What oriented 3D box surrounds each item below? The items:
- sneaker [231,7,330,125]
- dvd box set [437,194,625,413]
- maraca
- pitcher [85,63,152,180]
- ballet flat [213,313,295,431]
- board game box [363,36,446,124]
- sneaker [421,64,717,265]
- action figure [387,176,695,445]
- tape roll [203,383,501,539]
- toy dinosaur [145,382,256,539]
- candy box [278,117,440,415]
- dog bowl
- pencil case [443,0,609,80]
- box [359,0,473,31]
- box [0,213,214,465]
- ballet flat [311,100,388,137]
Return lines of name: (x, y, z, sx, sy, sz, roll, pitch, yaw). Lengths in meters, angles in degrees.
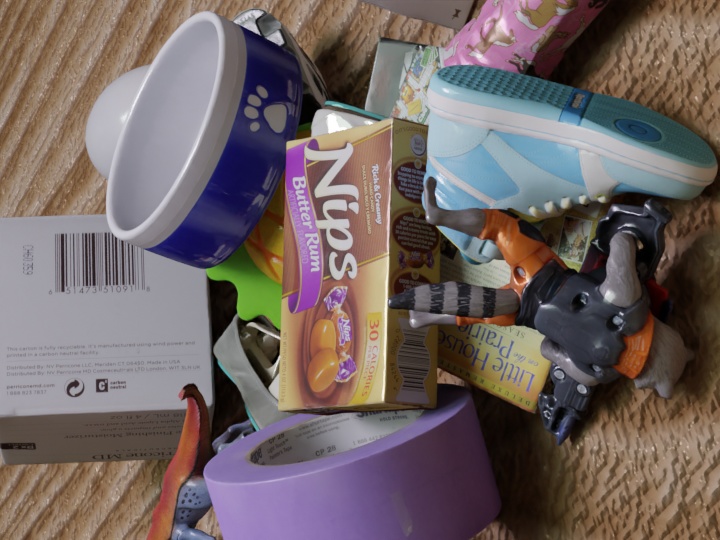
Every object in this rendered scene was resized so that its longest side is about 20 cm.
sneaker: (-0.049, -0.132, 1.626, 0.074, 0.088, 0.201, -22, 77, 20)
dvd box set: (0.100, -0.019, 1.311, 0.146, 0.029, 0.201, 24, 103, 26)
maraca: (-0.050, -0.037, 1.531, 0.200, 0.107, 0.137, -41, 81, 28)
pitcher: (-0.169, -0.122, 1.778, 0.199, 0.121, 0.173, -18, 80, 43)
ballet flat: (-0.071, 0.096, 1.581, 0.064, 0.067, 0.200, -59, 36, 14)
board game box: (0.043, -0.074, 1.437, 0.104, 0.023, 0.201, 13, 90, 18)
sneaker: (0.132, -0.053, 1.240, 0.199, 0.080, 0.131, 18, 115, 17)
action figure: (0.119, 0.043, 1.206, 0.105, 0.192, 0.201, -51, -24, -55)
tape roll: (-0.005, 0.152, 1.313, 0.200, 0.199, 0.085, -2, 107, 58)
toy dinosaur: (-0.155, 0.190, 1.610, 0.181, 0.200, 0.105, -36, 27, 15)
candy box: (0.000, 0.000, 1.318, 0.116, 0.056, 0.201, -7, 78, 47)
dog bowl: (-0.130, -0.106, 1.522, 0.200, 0.078, 0.201, -44, 34, 41)
pencil case: (0.138, -0.199, 1.324, 0.200, 0.086, 0.083, -52, 59, 34)
box: (0.006, -0.282, 1.522, 0.200, 0.124, 0.098, 42, 115, 54)
box: (-0.237, 0.062, 1.701, 0.131, 0.198, 0.201, 102, 165, -64)
ballet flat: (0.049, -0.078, 1.388, 0.199, 0.069, 0.070, 13, 91, 28)
